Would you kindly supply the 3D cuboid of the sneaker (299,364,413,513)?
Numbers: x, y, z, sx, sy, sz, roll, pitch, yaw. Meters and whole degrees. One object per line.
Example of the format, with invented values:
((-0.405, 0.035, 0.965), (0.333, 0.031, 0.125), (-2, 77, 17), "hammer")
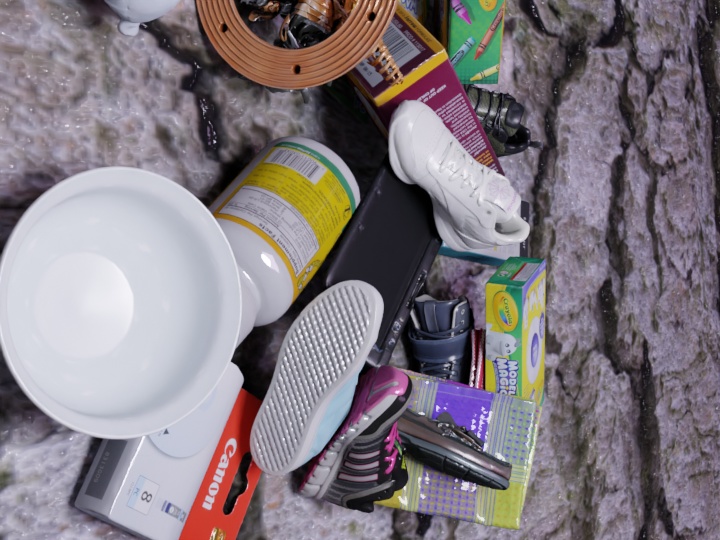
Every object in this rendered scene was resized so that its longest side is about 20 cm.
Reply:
((0.015, 0.165, 1.105), (0.087, 0.200, 0.074), (26, 41, -6), "sneaker")

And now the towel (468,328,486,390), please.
((0.149, 0.151, 1.339), (0.200, 0.022, 0.145), (35, 61, -67), "towel")

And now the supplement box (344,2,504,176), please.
((0.060, -0.162, 1.199), (0.086, 0.110, 0.200), (-35, 138, 0), "supplement box")

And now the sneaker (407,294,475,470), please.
((0.077, 0.113, 1.278), (0.202, 0.077, 0.146), (-59, 144, -50), "sneaker")

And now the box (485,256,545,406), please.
((0.172, 0.096, 1.293), (0.117, 0.048, 0.200), (-38, 131, -63), "box")

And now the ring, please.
((-0.055, -0.260, 1.031), (0.019, 0.200, 0.201), (-10, 96, -67), "ring")

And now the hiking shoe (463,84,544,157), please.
((0.139, -0.195, 1.372), (0.200, 0.101, 0.076), (31, 63, -49), "hiking shoe")

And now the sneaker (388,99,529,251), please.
((0.098, -0.092, 1.116), (0.200, 0.100, 0.075), (49, 56, -42), "sneaker")

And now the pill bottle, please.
((-0.091, -0.022, 1.037), (0.200, 0.113, 0.113), (-54, 129, -41), "pill bottle")

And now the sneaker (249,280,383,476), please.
((-0.032, 0.090, 1.051), (0.200, 0.074, 0.082), (-59, 162, 20), "sneaker")

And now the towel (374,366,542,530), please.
((0.080, 0.183, 1.213), (0.023, 0.200, 0.144), (93, 10, -77), "towel")

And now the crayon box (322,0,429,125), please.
((0.013, -0.273, 1.246), (0.126, 0.052, 0.200), (37, 60, -47), "crayon box")

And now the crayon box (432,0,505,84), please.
((0.116, -0.292, 1.279), (0.200, 0.058, 0.119), (-93, -177, -62), "crayon box")

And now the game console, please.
((0.000, 0.000, 1.155), (0.116, 0.176, 0.200), (38, 55, -15), "game console")

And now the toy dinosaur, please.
((-0.050, -0.233, 1.078), (0.102, 0.136, 0.200), (-16, 59, -38), "toy dinosaur")

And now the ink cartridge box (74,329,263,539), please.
((-0.135, 0.162, 1.004), (0.200, 0.047, 0.160), (42, 62, -47), "ink cartridge box")

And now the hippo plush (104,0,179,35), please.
((-0.154, -0.261, 0.948), (0.161, 0.200, 0.159), (-49, 169, -16), "hippo plush")

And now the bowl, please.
((-0.197, 0.025, 0.889), (0.201, 0.090, 0.201), (3, 84, -39), "bowl")

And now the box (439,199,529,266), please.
((0.134, -0.056, 1.401), (0.200, 0.049, 0.082), (11, 80, -53), "box")

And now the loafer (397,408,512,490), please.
((0.064, 0.157, 1.174), (0.072, 0.200, 0.063), (95, 17, -70), "loafer")
